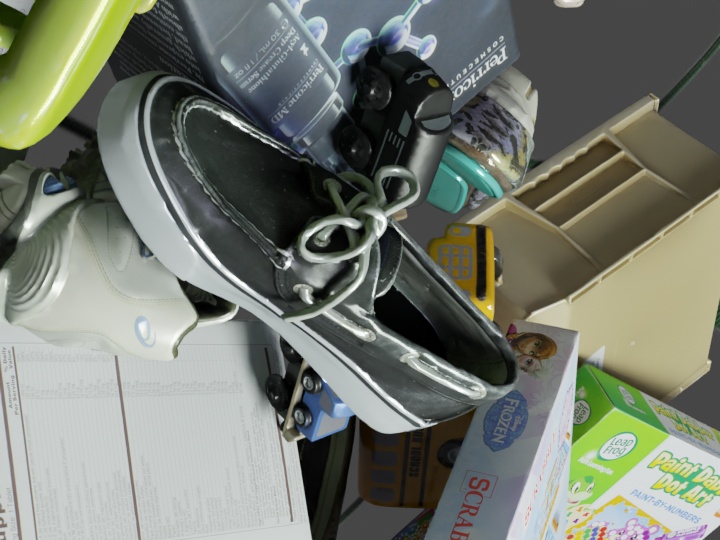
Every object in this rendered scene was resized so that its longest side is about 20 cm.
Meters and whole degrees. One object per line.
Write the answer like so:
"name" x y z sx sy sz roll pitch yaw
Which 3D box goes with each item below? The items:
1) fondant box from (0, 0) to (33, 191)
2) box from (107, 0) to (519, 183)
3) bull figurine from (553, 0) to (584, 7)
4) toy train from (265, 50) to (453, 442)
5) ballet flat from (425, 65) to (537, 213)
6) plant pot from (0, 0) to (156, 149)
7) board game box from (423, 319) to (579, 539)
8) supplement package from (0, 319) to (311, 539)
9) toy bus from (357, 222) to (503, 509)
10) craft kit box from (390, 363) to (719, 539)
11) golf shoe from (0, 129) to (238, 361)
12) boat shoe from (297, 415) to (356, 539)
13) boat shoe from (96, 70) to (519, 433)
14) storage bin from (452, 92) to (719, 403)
"fondant box" -0.212 -0.049 0.563 0.200 0.058 0.144 -4 126 -49
"box" -0.032 -0.132 0.660 0.148 0.107 0.200 -42 148 -15
"bull figurine" 0.139 -0.230 0.801 0.200 0.065 0.121 -60 -179 1
"toy train" 0.000 0.000 0.690 0.034 0.046 0.200 -19 138 -43
"ballet flat" 0.056 -0.073 0.814 0.072 0.072 0.200 -49 -179 -3
"plant pot" -0.106 -0.173 0.417 0.200 0.199 0.182 -61 -178 16
"board game box" 0.073 0.165 0.869 0.200 0.041 0.200 -62 157 -46
"supplement package" -0.132 0.084 0.710 0.109 0.114 0.200 -17 167 35
"toy bus" 0.039 0.060 0.945 0.200 0.078 0.065 91 3 -49
"craft kit box" 0.142 0.165 1.064 0.200 0.049 0.198 26 114 -44
"golf shoe" -0.095 -0.003 0.658 0.078 0.097 0.200 -62 -178 14
"boat shoe" -0.043 0.130 0.947 0.072 0.066 0.201 -82 -178 -73
"boat shoe" -0.012 -0.007 0.603 0.199 0.068 0.074 49 43 -29
"storage bin" 0.147 0.024 1.058 0.198 0.094 0.200 -32 144 -26
